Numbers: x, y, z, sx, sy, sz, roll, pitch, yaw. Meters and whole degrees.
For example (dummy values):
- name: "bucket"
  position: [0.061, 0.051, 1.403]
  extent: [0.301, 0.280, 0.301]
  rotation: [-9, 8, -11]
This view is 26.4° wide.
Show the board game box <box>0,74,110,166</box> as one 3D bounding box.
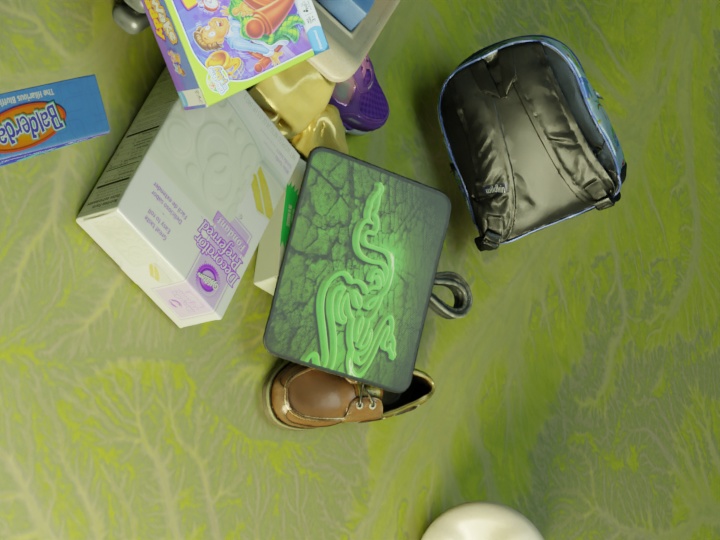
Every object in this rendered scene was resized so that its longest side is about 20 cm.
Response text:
- name: "board game box"
  position: [-0.293, -0.081, 1.047]
  extent: [0.152, 0.199, 0.045]
  rotation: [-23, 100, -50]

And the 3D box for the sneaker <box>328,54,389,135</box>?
- name: "sneaker"
  position: [-0.020, -0.222, 1.509]
  extent: [0.201, 0.088, 0.081]
  rotation: [58, 42, -26]

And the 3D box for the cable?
- name: "cable"
  position: [0.050, -0.001, 1.502]
  extent: [0.200, 0.050, 0.098]
  rotation: [40, 49, -31]

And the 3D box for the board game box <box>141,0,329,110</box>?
- name: "board game box"
  position: [-0.123, -0.254, 1.295]
  extent: [0.134, 0.045, 0.201]
  rotation: [-30, 107, -29]

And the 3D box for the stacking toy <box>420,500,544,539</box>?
- name: "stacking toy"
  position: [0.149, 0.307, 1.592]
  extent: [0.200, 0.145, 0.147]
  rotation: [11, 72, -69]

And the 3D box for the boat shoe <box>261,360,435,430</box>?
- name: "boat shoe"
  position: [-0.008, 0.110, 1.459]
  extent: [0.199, 0.068, 0.073]
  rotation: [-5, 86, -50]

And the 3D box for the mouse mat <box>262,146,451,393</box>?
- name: "mouse mat"
  position: [0.000, 0.000, 1.430]
  extent: [0.160, 0.008, 0.202]
  rotation: [18, 80, -26]

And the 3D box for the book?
- name: "book"
  position: [-0.020, -0.013, 1.499]
  extent: [0.199, 0.048, 0.135]
  rotation: [30, 55, -42]

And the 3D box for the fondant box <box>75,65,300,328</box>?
- name: "fondant box"
  position: [-0.145, -0.073, 1.342]
  extent: [0.144, 0.058, 0.201]
  rotation: [49, 48, -32]

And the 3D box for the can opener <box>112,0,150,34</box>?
- name: "can opener"
  position: [-0.166, -0.284, 1.387]
  extent: [0.067, 0.053, 0.200]
  rotation: [40, 45, 4]

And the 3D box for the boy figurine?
- name: "boy figurine"
  position: [-0.072, -0.178, 1.444]
  extent: [0.125, 0.064, 0.200]
  rotation: [-54, 128, -13]

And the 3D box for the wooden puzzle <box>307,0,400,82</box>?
- name: "wooden puzzle"
  position: [-0.039, -0.294, 1.420]
  extent: [0.185, 0.046, 0.200]
  rotation: [41, 45, -12]

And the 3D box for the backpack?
- name: "backpack"
  position: [0.181, -0.153, 1.676]
  extent: [0.201, 0.182, 0.147]
  rotation: [66, 17, -11]
